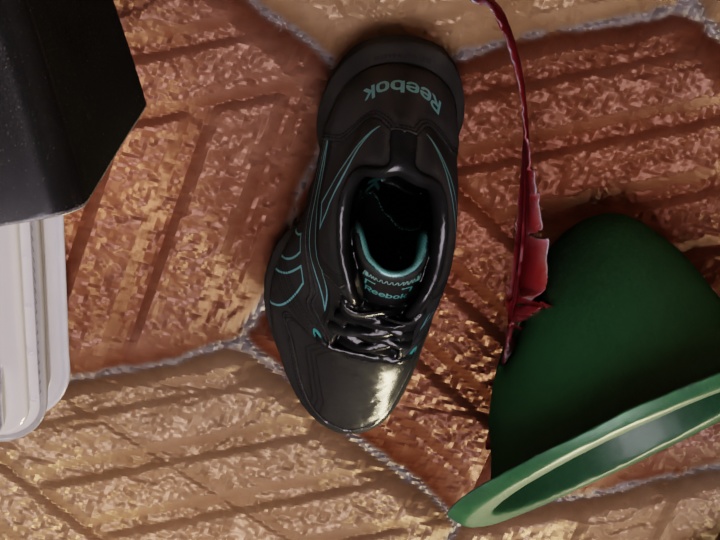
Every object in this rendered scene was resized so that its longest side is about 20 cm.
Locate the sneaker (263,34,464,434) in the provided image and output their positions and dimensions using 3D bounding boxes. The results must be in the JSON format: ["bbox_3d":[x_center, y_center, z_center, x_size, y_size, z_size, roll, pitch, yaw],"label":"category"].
[{"bbox_3d":[0.000,0.000,1.238,0.075,0.079,0.201,3,130,-5],"label":"sneaker"}]

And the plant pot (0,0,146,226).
[{"bbox_3d":[-0.200,-0.111,1.066,0.199,0.200,0.178,-9,103,5],"label":"plant pot"}]

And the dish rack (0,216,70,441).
[{"bbox_3d":[-0.210,0.001,1.252,0.171,0.044,0.201,0,129,-3],"label":"dish rack"}]

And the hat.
[{"bbox_3d":[0.087,-0.008,1.267,0.165,0.177,0.200,-16,167,-39],"label":"hat"}]
